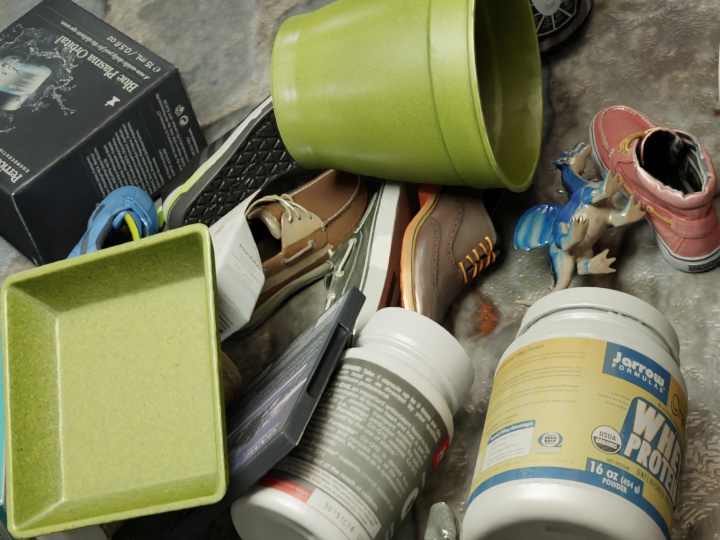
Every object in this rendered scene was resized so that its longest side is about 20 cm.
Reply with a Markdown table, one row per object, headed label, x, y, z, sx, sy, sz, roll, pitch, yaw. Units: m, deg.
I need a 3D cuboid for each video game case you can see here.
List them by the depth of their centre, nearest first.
| label | x | y | z | sx | sy | sz | roll | pitch | yaw |
| --- | --- | --- | --- | --- | --- | --- | --- | --- | --- |
| video game case | -0.068 | 0.107 | 1.339 | 0.143 | 0.019 | 0.200 | -43 | 12 | 32 |

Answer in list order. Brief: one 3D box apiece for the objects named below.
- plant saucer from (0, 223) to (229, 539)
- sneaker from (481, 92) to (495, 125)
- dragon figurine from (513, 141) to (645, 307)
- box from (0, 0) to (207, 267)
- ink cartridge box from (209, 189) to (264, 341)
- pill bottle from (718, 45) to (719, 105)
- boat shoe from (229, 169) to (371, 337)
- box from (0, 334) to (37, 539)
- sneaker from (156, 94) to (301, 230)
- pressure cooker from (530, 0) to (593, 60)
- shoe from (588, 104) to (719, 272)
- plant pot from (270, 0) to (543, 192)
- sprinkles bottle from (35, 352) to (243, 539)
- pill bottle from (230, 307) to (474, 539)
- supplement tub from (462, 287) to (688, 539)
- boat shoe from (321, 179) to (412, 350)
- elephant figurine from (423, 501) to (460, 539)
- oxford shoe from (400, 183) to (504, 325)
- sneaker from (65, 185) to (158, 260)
| label | x | y | z | sx | sy | sz | roll | pitch | yaw |
| --- | --- | --- | --- | --- | --- | --- | --- | --- | --- |
| plant saucer | -0.173 | 0.086 | 1.301 | 0.198 | 0.048 | 0.202 | -14 | 72 | 29 |
| sneaker | 0.034 | -0.135 | 1.606 | 0.198 | 0.076 | 0.091 | 11 | 62 | 33 |
| dragon figurine | 0.167 | -0.026 | 1.457 | 0.099 | 0.059 | 0.201 | -15 | 37 | 54 |
| box | -0.283 | -0.129 | 1.646 | 0.200 | 0.118 | 0.196 | -42 | 51 | -21 |
| ink cartridge box | -0.142 | 0.027 | 1.428 | 0.160 | 0.047 | 0.200 | -37 | 13 | 21 |
| pill bottle | 0.407 | -0.171 | 1.504 | 0.198 | 0.105 | 0.105 | 2 | 49 | 17 |
| boat shoe | -0.065 | -0.028 | 1.524 | 0.075 | 0.072 | 0.200 | 26 | 60 | 33 |
| box | -0.294 | 0.135 | 1.431 | 0.049 | 0.083 | 0.201 | -12 | 46 | 4 |
| sneaker | -0.110 | -0.109 | 1.593 | 0.200 | 0.072 | 0.083 | -41 | 37 | -2 |
| pressure cooker | 0.123 | -0.310 | 1.641 | 0.177 | 0.201 | 0.177 | 4 | 49 | 18 |
| shoe | 0.247 | -0.096 | 1.487 | 0.071 | 0.091 | 0.201 | -21 | 47 | -5 |
| plant pot | 0.034 | -0.158 | 1.476 | 0.191 | 0.201 | 0.202 | -4 | 47 | 21 |
| sprinkles bottle | -0.178 | 0.141 | 1.403 | 0.068 | 0.069 | 0.200 | 23 | 58 | 31 |
| pill bottle | 0.000 | 0.133 | 1.332 | 0.113 | 0.114 | 0.201 | 18 | 55 | 28 |
| supplement tub | 0.158 | 0.127 | 1.272 | 0.143 | 0.145 | 0.201 | 2 | 49 | 17 |
| boat shoe | 0.000 | 0.000 | 1.482 | 0.063 | 0.071 | 0.201 | 3 | 51 | 16 |
| elephant figurine | 0.052 | 0.226 | 1.166 | 0.154 | 0.201 | 0.143 | 3 | 56 | 20 |
| oxford shoe | 0.077 | -0.016 | 1.478 | 0.072 | 0.072 | 0.201 | 4 | 49 | 13 |
| sneaker | -0.199 | -0.028 | 1.511 | 0.078 | 0.066 | 0.201 | -46 | 12 | 26 |
